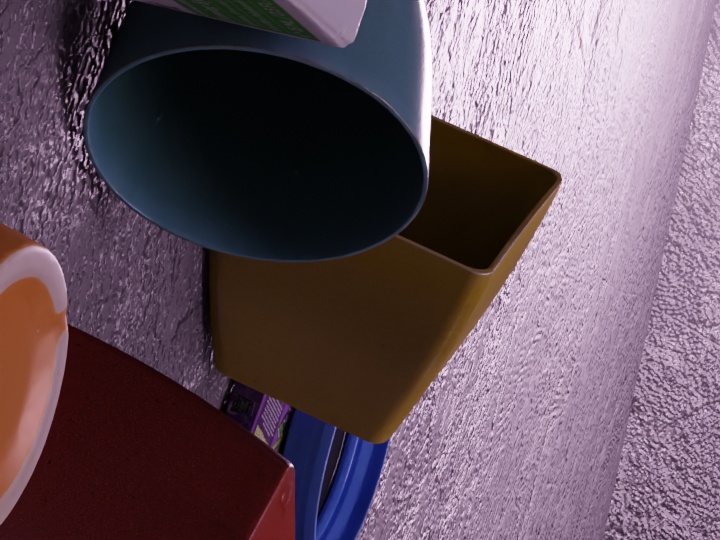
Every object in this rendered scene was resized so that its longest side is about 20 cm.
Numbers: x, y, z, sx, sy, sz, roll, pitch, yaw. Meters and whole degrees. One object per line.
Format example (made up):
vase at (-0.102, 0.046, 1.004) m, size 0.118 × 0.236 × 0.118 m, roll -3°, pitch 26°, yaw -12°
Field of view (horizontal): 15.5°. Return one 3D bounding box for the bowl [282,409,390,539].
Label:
bowl at (-0.018, 0.138, 2.078) m, size 0.201 × 0.039 × 0.201 m, roll 15°, pitch 90°, yaw -76°

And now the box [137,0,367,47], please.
box at (-0.080, -0.241, 1.348) m, size 0.199 × 0.171 × 0.200 m, roll 27°, pitch 79°, yaw -75°

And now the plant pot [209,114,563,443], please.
plant pot at (0.000, 0.000, 1.858) m, size 0.200 × 0.200 × 0.177 m, roll -48°, pitch 161°, yaw -60°

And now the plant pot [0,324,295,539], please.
plant pot at (-0.140, 0.174, 1.498) m, size 0.200 × 0.176 × 0.200 m, roll -61°, pitch 159°, yaw -45°

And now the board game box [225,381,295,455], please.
board game box at (-0.071, 0.136, 2.003) m, size 0.200 × 0.032 × 0.120 m, roll 69°, pitch 41°, yaw -66°

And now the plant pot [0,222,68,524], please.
plant pot at (-0.223, 0.028, 1.044) m, size 0.200 × 0.183 × 0.200 m, roll 14°, pitch 90°, yaw -75°

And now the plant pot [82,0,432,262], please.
plant pot at (-0.049, -0.128, 1.547) m, size 0.201 × 0.200 × 0.161 m, roll 82°, pitch 15°, yaw -54°
